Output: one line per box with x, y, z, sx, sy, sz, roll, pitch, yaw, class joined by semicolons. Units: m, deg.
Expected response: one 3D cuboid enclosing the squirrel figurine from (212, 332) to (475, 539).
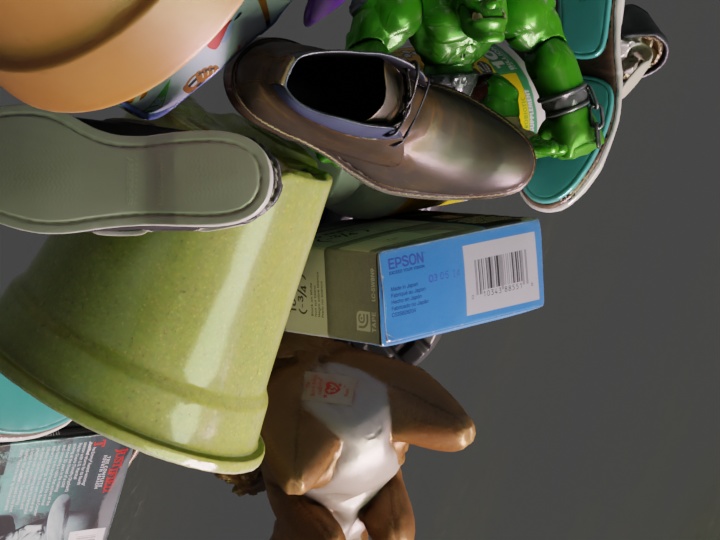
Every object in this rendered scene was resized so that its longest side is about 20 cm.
-0.036;0.136;1.740;0.141;0.200;0.187;-21;139;-27;squirrel figurine

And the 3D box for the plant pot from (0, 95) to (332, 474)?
-0.112;-0.005;1.553;0.200;0.200;0.185;10;109;-59;plant pot

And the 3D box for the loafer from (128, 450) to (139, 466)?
-0.142;0.080;1.734;0.200;0.063;0.072;-49;145;10;loafer

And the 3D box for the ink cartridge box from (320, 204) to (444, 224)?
-0.030;-0.004;1.810;0.200;0.047;0.198;-20;145;-45;ink cartridge box

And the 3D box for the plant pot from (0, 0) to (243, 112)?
-0.153;-0.195;1.216;0.200;0.200;0.140;-49;137;6;plant pot

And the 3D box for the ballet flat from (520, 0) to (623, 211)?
0.156;-0.137;1.779;0.069;0.069;0.201;18;81;-61;ballet flat

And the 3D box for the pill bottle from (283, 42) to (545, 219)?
0.023;-0.094;1.681;0.200;0.113;0.113;-11;138;-48;pill bottle

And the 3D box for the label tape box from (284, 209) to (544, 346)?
0.000;0.000;1.658;0.144;0.200;0.064;-12;101;-40;label tape box

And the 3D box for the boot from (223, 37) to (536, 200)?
0.021;-0.084;1.477;0.097;0.199;0.075;-166;-88;-75;boot

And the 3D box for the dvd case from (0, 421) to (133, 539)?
-0.254;0.156;1.662;0.199;0.022;0.146;-4;136;-25;dvd case

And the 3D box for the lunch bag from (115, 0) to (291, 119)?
-0.100;-0.186;1.417;0.200;0.076;0.160;-48;151;6;lunch bag

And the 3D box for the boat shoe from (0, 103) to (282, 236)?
-0.143;-0.056;1.448;0.060;0.199;0.074;25;66;-81;boat shoe

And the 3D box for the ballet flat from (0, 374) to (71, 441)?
-0.261;0.078;1.572;0.200;0.069;0.070;-8;135;-48;ballet flat

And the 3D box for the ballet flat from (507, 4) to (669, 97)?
0.153;-0.143;1.854;0.200;0.073;0.073;-25;147;-35;ballet flat

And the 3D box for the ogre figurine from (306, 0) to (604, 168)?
0.058;-0.126;1.582;0.199;0.121;0.098;-4;179;-7;ogre figurine

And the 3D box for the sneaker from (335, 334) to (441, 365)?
-0.011;0.072;1.817;0.200;0.075;0.079;-38;-171;20;sneaker

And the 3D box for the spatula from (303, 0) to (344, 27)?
0.031;-0.201;1.644;0.200;0.021;0.057;-21;143;-41;spatula
